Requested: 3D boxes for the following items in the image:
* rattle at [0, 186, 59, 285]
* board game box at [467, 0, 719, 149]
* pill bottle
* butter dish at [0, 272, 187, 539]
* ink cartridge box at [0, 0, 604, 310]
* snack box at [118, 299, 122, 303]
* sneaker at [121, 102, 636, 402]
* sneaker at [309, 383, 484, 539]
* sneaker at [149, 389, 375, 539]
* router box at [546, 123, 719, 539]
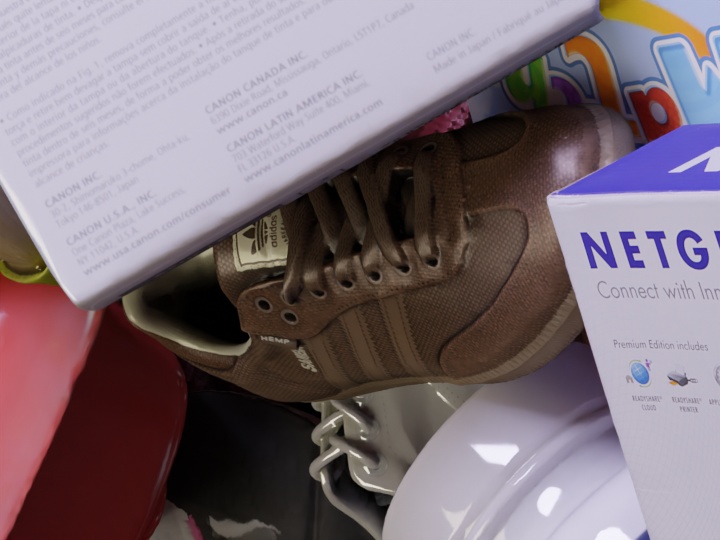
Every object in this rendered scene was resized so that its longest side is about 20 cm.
[{"bbox_3d":[-0.121,-0.099,0.788,0.143,0.130,0.200,25,145,59],"label":"rattle"},{"bbox_3d":[0.071,-0.104,0.712,0.151,0.037,0.200,11,124,52],"label":"board game box"},{"bbox_3d":[0.104,0.117,0.762,0.200,0.120,0.120,44,145,26],"label":"pill bottle"},{"bbox_3d":[-0.132,0.067,0.935,0.200,0.148,0.200,31,98,49],"label":"butter dish"},{"bbox_3d":[-0.053,-0.113,0.699,0.200,0.162,0.050,61,-175,2],"label":"ink cartridge box"},{"bbox_3d":[-0.145,-0.039,1.060,0.142,0.053,0.200,43,144,24],"label":"snack box"},{"bbox_3d":[0.000,0.000,0.765,0.200,0.075,0.071,-29,57,56],"label":"sneaker"},{"bbox_3d":[0.015,0.043,0.879,0.200,0.071,0.073,60,149,1],"label":"sneaker"},{"bbox_3d":[-0.059,0.081,1.025,0.200,0.086,0.081,11,93,31],"label":"sneaker"},{"bbox_3d":[0.143,0.057,0.564,0.200,0.049,0.180,0,113,54],"label":"router box"}]
